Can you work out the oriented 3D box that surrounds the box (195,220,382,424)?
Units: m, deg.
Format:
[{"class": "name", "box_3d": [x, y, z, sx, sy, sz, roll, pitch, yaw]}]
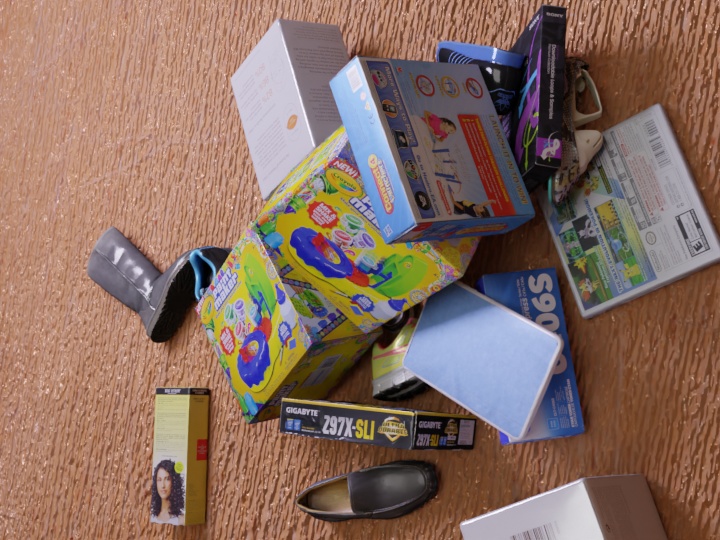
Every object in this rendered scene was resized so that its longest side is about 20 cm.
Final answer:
[{"class": "box", "box_3d": [-0.101, 0.066, 1.396, 0.200, 0.121, 0.193, -52, 57, 41]}]

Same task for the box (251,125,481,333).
[{"class": "box", "box_3d": [0.013, -0.061, 1.250, 0.200, 0.122, 0.192, 42, 137, -13]}]

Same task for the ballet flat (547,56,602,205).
[{"class": "ballet flat", "box_3d": [0.256, -0.173, 1.244, 0.072, 0.072, 0.202, -12, 61, 31]}]

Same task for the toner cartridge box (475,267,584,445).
[{"class": "toner cartridge box", "box_3d": [0.201, 0.101, 1.244, 0.094, 0.043, 0.202, -7, 77, -7]}]

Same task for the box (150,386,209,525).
[{"class": "box", "box_3d": [-0.269, 0.275, 1.553, 0.075, 0.050, 0.202, -5, 80, 32]}]

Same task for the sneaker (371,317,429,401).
[{"class": "sneaker", "box_3d": [0.090, 0.094, 1.330, 0.199, 0.078, 0.091, -25, 61, 25]}]

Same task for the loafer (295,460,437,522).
[{"class": "loafer", "box_3d": [0.006, 0.293, 1.356, 0.199, 0.072, 0.073, -22, 71, 28]}]

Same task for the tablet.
[{"class": "tablet", "box_3d": [0.139, 0.098, 1.224, 0.199, 0.014, 0.131, 30, 103, 40]}]

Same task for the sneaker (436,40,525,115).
[{"class": "sneaker", "box_3d": [0.140, -0.243, 1.308, 0.200, 0.070, 0.079, -139, 60, -69]}]

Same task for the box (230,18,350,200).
[{"class": "box", "box_3d": [-0.082, -0.218, 1.438, 0.152, 0.106, 0.202, -37, 63, 48]}]

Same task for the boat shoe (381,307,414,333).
[{"class": "boat shoe", "box_3d": [0.000, 0.000, 1.406, 0.073, 0.065, 0.201, -44, 64, 19]}]

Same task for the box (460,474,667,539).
[{"class": "box", "box_3d": [0.228, 0.297, 1.124, 0.152, 0.199, 0.107, -28, 68, 27]}]

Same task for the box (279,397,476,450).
[{"class": "box", "box_3d": [0.022, 0.193, 1.308, 0.199, 0.159, 0.050, 1, 84, 34]}]

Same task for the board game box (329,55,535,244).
[{"class": "board game box", "box_3d": [0.083, -0.135, 1.163, 0.056, 0.195, 0.202, -33, 70, 45]}]

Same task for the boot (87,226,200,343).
[{"class": "boot", "box_3d": [-0.336, -0.007, 1.634, 0.182, 0.072, 0.200, -54, 53, 13]}]

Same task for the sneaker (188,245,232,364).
[{"class": "sneaker", "box_3d": [-0.209, 0.061, 1.525, 0.073, 0.082, 0.202, -23, 72, 28]}]

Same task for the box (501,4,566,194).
[{"class": "box", "box_3d": [0.204, -0.196, 1.249, 0.036, 0.143, 0.202, 9, 74, -8]}]

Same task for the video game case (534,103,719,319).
[{"class": "video game case", "box_3d": [0.312, -0.069, 1.237, 0.181, 0.022, 0.201, -27, 70, 28]}]
